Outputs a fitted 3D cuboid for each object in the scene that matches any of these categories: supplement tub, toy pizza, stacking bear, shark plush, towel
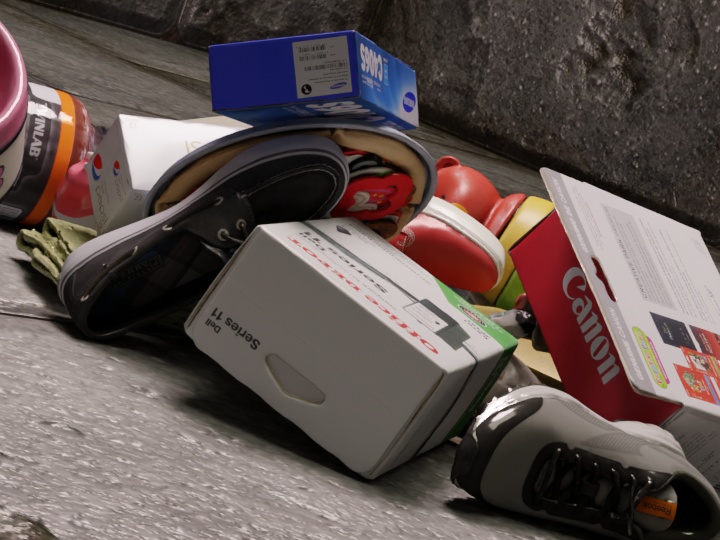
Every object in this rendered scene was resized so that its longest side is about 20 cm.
[{"bbox_3d":[-0.274,-0.095,1.537,0.200,0.107,0.107,14,10,-28],"label":"supplement tub"},{"bbox_3d":[-0.045,-0.039,1.374,0.199,0.032,0.200,-9,-25,-4],"label":"toy pizza"},{"bbox_3d":[0.133,-0.013,1.703,0.200,0.122,0.114,34,23,5],"label":"stacking bear"},{"bbox_3d":[0.051,0.076,1.445,0.200,0.091,0.083,8,-25,34],"label":"shark plush"},{"bbox_3d":[-0.130,0.014,1.412,0.199,0.037,0.148,15,9,-22],"label":"towel"}]

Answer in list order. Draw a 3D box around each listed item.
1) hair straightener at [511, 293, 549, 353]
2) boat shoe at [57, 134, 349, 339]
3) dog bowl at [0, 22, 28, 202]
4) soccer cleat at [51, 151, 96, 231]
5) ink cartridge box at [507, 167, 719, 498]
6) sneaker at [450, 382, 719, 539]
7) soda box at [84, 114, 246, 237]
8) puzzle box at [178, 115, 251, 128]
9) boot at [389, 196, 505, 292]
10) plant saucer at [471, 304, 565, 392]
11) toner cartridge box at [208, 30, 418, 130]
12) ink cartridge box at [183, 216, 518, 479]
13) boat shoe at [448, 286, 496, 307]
[{"bbox_3d":[0.207,0.066,1.543,0.200,0.041,0.077,20,7,-29],"label":"hair straightener"},{"bbox_3d":[-0.094,-0.016,1.280,0.200,0.070,0.066,-23,35,-3],"label":"boat shoe"},{"bbox_3d":[-0.314,-0.123,1.393,0.200,0.074,0.201,17,45,-17],"label":"dog bowl"},{"bbox_3d":[-0.128,-0.023,1.511,0.199,0.077,0.067,18,18,-8],"label":"soccer cleat"},{"bbox_3d":[0.183,0.046,1.394,0.175,0.084,0.200,20,37,-39],"label":"ink cartridge box"},{"bbox_3d":[0.138,0.120,1.221,0.200,0.074,0.079,13,15,-37],"label":"sneaker"},{"bbox_3d":[-0.085,-0.056,1.439,0.199,0.068,0.064,4,57,-30],"label":"soda box"},{"bbox_3d":[-0.120,-0.092,1.641,0.200,0.025,0.133,-3,22,39],"label":"puzzle box"},{"bbox_3d":[0.000,0.000,1.572,0.199,0.073,0.144,20,47,13],"label":"boot"},{"bbox_3d":[0.129,0.080,1.538,0.200,0.049,0.200,25,9,33],"label":"plant saucer"},{"bbox_3d":[-0.026,-0.117,1.334,0.095,0.043,0.200,-3,-2,12],"label":"toner cartridge box"},{"bbox_3d":[0.000,0.041,1.260,0.146,0.083,0.200,37,12,11],"label":"ink cartridge box"},{"bbox_3d":[0.050,0.000,1.790,0.200,0.071,0.069,28,10,38],"label":"boat shoe"}]
